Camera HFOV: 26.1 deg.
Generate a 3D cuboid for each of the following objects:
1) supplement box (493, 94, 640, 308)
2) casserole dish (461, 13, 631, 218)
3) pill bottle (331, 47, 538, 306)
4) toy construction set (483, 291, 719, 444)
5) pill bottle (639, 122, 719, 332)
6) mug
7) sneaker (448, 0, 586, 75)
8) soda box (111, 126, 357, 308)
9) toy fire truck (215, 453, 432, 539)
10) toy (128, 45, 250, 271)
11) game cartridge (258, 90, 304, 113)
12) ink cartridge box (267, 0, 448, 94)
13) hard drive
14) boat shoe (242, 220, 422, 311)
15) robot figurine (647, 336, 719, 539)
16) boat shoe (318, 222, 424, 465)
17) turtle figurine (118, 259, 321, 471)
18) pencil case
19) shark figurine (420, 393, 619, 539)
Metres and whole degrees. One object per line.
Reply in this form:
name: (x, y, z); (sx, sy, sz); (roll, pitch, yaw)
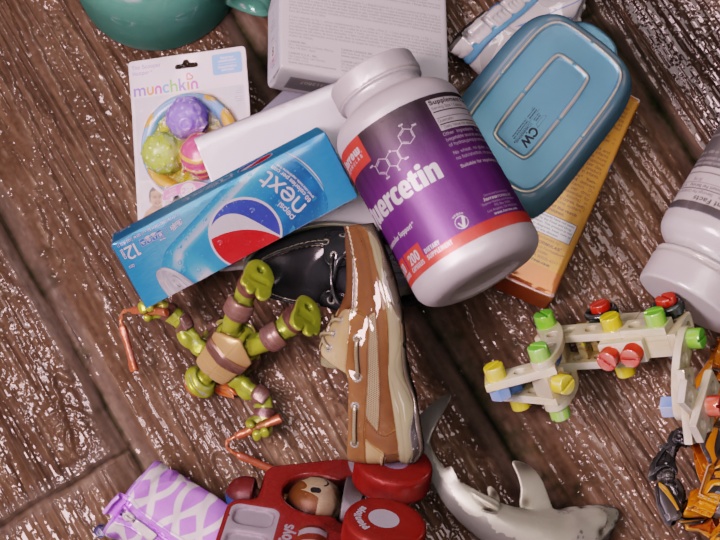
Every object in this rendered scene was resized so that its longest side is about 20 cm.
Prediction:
supplement box: (0.180, -0.071, 1.384); (0.069, 0.067, 0.200); (23, 80, 5)
casserole dish: (0.153, -0.138, 1.342); (0.121, 0.039, 0.200); (38, 81, 3)
pill bottle: (0.054, -0.078, 1.270); (0.112, 0.112, 0.200); (-28, 76, -5)
toy construction set: (0.215, 0.079, 1.311); (0.200, 0.131, 0.092); (9, 121, 28)
pill bottle: (0.334, -0.053, 1.354); (0.113, 0.113, 0.200); (32, 81, 7)
mug: (-0.176, -0.292, 1.408); (0.185, 0.114, 0.152); (-15, 79, -2)
sneaker: (0.178, -0.236, 1.424); (0.200, 0.075, 0.087); (-41, 98, -6)
soda box: (-0.107, -0.046, 1.305); (0.200, 0.068, 0.064); (-29, 101, -2)
toy fire truck: (-0.034, 0.214, 1.273); (0.168, 0.200, 0.112); (10, 117, 1)
toy: (-0.155, -0.097, 1.383); (0.115, 0.047, 0.200); (-5, 88, 15)
game cartridge: (-0.018, -0.076, 1.404); (0.133, 0.041, 0.200); (-42, 81, -11)
ink cartridge box: (-0.001, -0.251, 1.412); (0.162, 0.057, 0.200); (6, 66, -18)
hard drive: (-0.028, -0.091, 1.356); (0.200, 0.025, 0.132); (-22, 100, -3)
boat shoe: (0.000, 0.002, 1.328); (0.199, 0.066, 0.075); (2, 106, -7)
robot figurine: (0.326, 0.150, 1.312); (0.145, 0.058, 0.200); (20, 55, 5)
boat shoe: (0.002, 0.062, 1.261); (0.074, 0.076, 0.200); (-9, 87, 2)
turtle figurine: (-0.102, 0.072, 1.338); (0.200, 0.064, 0.161); (47, 125, 0)
pencil case: (-0.124, 0.242, 1.315); (0.200, 0.085, 0.084); (33, 91, 6)
shark figurine: (0.105, 0.210, 1.327); (0.214, 0.090, 0.128); (30, 47, -1)
